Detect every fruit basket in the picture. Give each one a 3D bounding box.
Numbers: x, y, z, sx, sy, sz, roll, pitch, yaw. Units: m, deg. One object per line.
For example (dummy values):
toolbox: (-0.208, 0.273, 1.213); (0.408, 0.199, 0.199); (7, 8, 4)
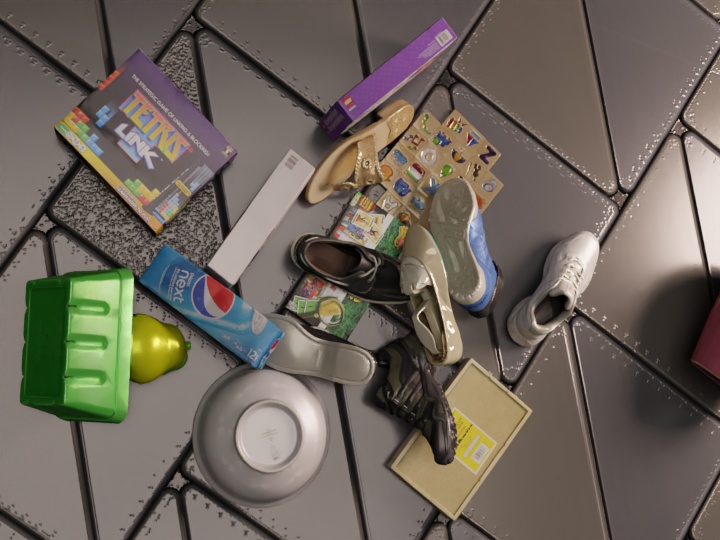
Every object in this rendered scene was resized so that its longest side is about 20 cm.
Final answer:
fruit basket: (-0.338, 0.101, 1.474); (0.214, 0.153, 0.220); (6, 82, -55)

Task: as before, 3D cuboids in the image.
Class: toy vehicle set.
toy vehicle set: (0.145, 0.244, 1.604); (0.124, 0.026, 0.201); (40, 77, -6)

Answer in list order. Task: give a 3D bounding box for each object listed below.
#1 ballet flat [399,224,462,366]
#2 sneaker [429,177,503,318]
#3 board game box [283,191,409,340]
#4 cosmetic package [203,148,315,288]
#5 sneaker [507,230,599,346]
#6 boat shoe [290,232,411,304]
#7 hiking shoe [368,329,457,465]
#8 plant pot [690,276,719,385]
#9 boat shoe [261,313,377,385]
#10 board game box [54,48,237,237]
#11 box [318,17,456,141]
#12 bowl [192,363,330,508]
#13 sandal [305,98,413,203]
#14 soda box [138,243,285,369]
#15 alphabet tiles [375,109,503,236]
ballet flat: (0.091, 0.039, 1.529); (0.068, 0.069, 0.203); (-20, 94, -14)
sneaker: (0.157, -0.028, 1.614); (0.076, 0.111, 0.203); (-17, 61, 16)
board game box: (-0.016, -0.002, 1.594); (0.104, 0.023, 0.202); (33, 80, -9)
cosmetic package: (-0.142, -0.070, 1.546); (0.050, 0.082, 0.201); (36, 78, -9)
sneaker: (0.301, 0.026, 1.625); (0.077, 0.099, 0.201); (35, 78, -7)
boat shoe: (0.000, 0.000, 1.553); (0.197, 0.068, 0.073); (19, 81, -15)
hiking shoe: (0.073, 0.190, 1.560); (0.099, 0.076, 0.202); (-20, 61, 4)
plant pot: (0.597, 0.100, 1.649); (0.199, 0.200, 0.180); (36, 93, -7)
boat shoe: (-0.071, 0.111, 1.551); (0.197, 0.060, 0.075); (14, 89, 7)
board game box: (-0.297, -0.177, 1.535); (0.200, 0.057, 0.165); (45, 78, -5)
box: (0.037, -0.271, 1.579); (0.199, 0.137, 0.039); (-40, 94, -14)
bowl: (-0.130, 0.225, 1.512); (0.197, 0.090, 0.205); (1, 83, -12)
sandal: (0.016, -0.160, 1.584); (0.069, 0.078, 0.212); (37, 71, 26)
soda box: (-0.200, 0.050, 1.502); (0.199, 0.068, 0.065); (35, 86, 6)
alphabet tiles: (0.116, -0.135, 1.649); (0.166, 0.006, 0.201); (42, 77, -6)
